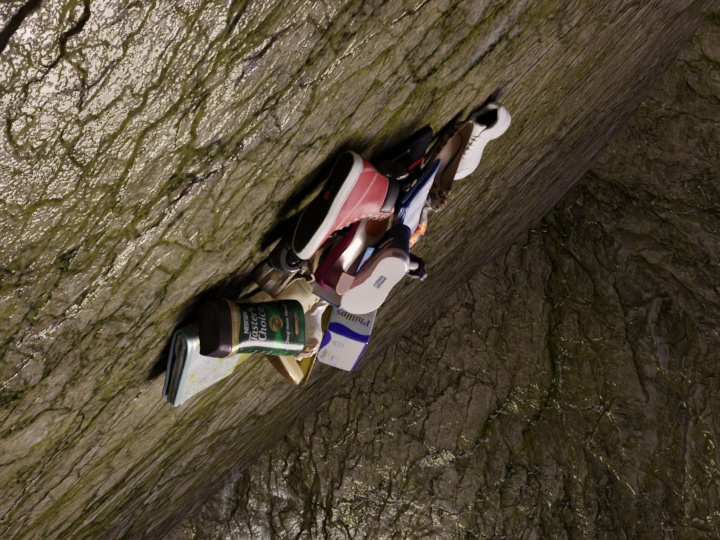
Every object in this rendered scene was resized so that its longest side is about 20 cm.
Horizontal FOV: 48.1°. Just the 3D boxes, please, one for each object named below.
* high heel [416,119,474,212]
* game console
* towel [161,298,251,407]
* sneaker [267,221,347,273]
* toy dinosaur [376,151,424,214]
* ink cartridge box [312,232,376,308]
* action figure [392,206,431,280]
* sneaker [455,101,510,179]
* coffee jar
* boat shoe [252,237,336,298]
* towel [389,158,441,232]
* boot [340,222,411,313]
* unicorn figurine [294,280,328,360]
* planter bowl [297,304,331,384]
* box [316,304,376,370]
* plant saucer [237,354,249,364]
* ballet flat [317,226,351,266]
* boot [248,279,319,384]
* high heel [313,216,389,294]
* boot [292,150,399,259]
[{"bbox_3d":[0.180,-0.216,1.627,0.143,0.071,0.202,-45,-154,33],"label":"high heel"},{"bbox_3d":[0.053,-0.186,1.593,0.199,0.031,0.178,-37,160,-30],"label":"game console"},{"bbox_3d":[-0.292,0.154,1.533,0.170,0.048,0.202,-31,152,-47],"label":"towel"},{"bbox_3d":[-0.094,-0.071,1.454,0.200,0.076,0.079,-42,-162,-28],"label":"sneaker"},{"bbox_3d":[0.062,-0.160,1.532,0.101,0.078,0.201,-26,161,-20],"label":"toy dinosaur"},{"bbox_3d":[0.000,0.000,1.642,0.138,0.076,0.199,-64,159,11],"label":"ink cartridge box"},{"bbox_3d":[0.063,-0.067,1.770,0.104,0.197,0.197,24,85,-58],"label":"action figure"},{"bbox_3d":[0.240,-0.289,1.746,0.201,0.078,0.099,-53,160,4],"label":"sneaker"},{"bbox_3d":[-0.197,0.104,1.452,0.197,0.107,0.085,1,171,-38],"label":"coffee jar"},{"bbox_3d":[-0.111,-0.010,1.539,0.199,0.076,0.072,-37,165,-29],"label":"boat shoe"},{"bbox_3d":[0.094,-0.107,1.543,0.147,0.024,0.201,-51,169,-33],"label":"towel"},{"bbox_3d":[0.033,0.000,1.501,0.200,0.072,0.091,-42,-156,43],"label":"boot"},{"bbox_3d":[-0.114,0.099,1.713,0.136,0.204,0.073,-26,150,27],"label":"unicorn figurine"},{"bbox_3d":[-0.139,0.162,1.932,0.200,0.082,0.204,-160,-91,-86],"label":"planter bowl"},{"bbox_3d":[-0.025,0.110,1.946,0.185,0.103,0.203,115,-7,-60],"label":"box"},{"bbox_3d":[-0.259,0.151,1.725,0.199,0.031,0.200,-40,167,-11],"label":"plant saucer"},{"bbox_3d":[-0.050,-0.027,1.664,0.199,0.066,0.068,-35,124,-40],"label":"ballet flat"},{"bbox_3d":[-0.135,0.110,1.626,0.155,0.202,0.072,-38,-166,-28],"label":"boot"},{"bbox_3d":[-0.018,-0.056,1.482,0.067,0.095,0.203,22,94,-39],"label":"high heel"},{"bbox_3d":[-0.019,-0.088,1.389,0.143,0.072,0.202,27,103,-40],"label":"boot"}]
